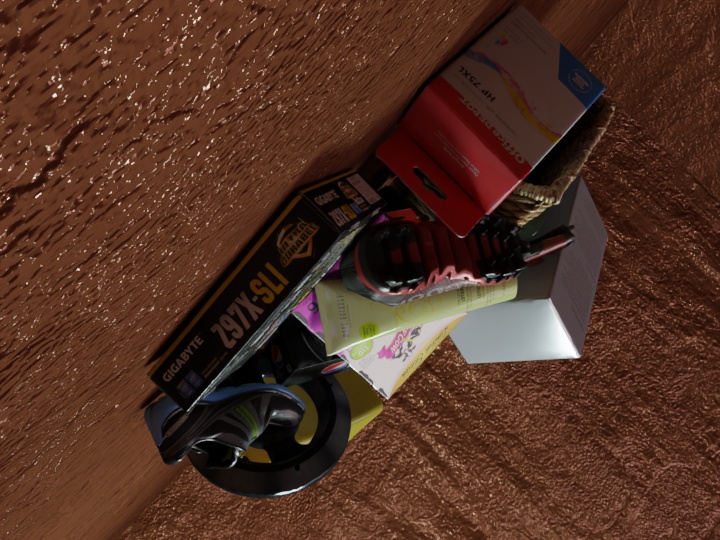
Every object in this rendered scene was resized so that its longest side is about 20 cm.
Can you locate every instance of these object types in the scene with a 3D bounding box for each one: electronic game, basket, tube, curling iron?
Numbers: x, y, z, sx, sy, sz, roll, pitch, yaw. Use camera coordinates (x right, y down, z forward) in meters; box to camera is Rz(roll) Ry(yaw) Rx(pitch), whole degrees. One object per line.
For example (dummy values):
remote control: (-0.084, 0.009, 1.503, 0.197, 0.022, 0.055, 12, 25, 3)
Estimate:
electronic game: (-0.109, 0.172, 1.020, 0.200, 0.199, 0.042, -44, 153, -36)
basket: (0.146, -0.135, 0.912, 0.200, 0.143, 0.149, -49, -175, -39)
tube: (0.056, 0.027, 0.865, 0.198, 0.059, 0.052, -12, 158, -11)
curling iron: (0.144, -0.002, 0.929, 0.199, 0.026, 0.050, -24, 171, -15)

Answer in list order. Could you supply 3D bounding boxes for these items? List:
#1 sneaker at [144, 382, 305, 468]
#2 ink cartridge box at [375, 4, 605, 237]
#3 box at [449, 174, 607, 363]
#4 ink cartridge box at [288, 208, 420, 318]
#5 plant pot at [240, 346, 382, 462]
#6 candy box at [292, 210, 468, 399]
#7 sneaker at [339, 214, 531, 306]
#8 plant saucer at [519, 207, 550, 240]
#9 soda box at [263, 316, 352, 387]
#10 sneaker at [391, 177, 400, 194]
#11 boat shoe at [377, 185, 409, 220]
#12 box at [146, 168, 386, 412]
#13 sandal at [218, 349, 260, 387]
sneaker: (-0.138, 0.164, 0.920, 0.070, 0.084, 0.199, -25, 164, 36)
ink cartridge box: (0.118, -0.136, 0.788, 0.200, 0.116, 0.067, -46, 179, -32)
box: (0.197, 0.000, 1.060, 0.151, 0.107, 0.201, -7, -136, 35)
ink cartridge box: (0.000, 0.000, 1.002, 0.161, 0.058, 0.200, -12, 164, -28)
plant pot: (-0.126, 0.197, 1.237, 0.176, 0.200, 0.200, -26, 163, -49)
candy box: (0.012, 0.031, 0.926, 0.136, 0.061, 0.200, -47, 134, -2)
sneaker: (0.065, -0.010, 0.814, 0.199, 0.072, 0.098, -7, 170, -32)
plant saucer: (0.200, -0.087, 1.004, 0.070, 0.019, 0.200, -32, -165, 43)
soda box: (-0.010, 0.078, 1.041, 0.198, 0.064, 0.071, -12, 159, -29)
sneaker: (0.091, -0.089, 1.169, 0.075, 0.089, 0.200, -7, -174, 14)
boat shoe: (-0.011, -0.024, 1.105, 0.200, 0.057, 0.067, -43, 149, 24)
box: (-0.072, 0.012, 0.727, 0.200, 0.049, 0.160, -48, 180, 19)
sandal: (-0.135, 0.093, 0.934, 0.075, 0.048, 0.201, -45, 177, -29)
